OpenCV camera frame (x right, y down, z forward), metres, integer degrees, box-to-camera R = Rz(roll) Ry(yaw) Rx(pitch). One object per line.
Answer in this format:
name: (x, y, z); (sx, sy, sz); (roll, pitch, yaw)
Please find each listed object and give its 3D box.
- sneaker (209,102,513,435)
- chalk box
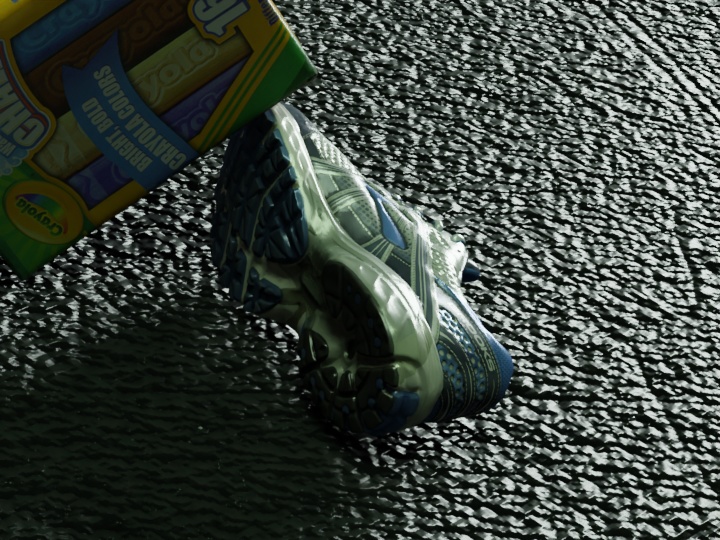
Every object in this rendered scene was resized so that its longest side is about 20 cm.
sneaker: (0.000, 0.000, 1.152); (0.085, 0.077, 0.200); (5, 37, -32)
chalk box: (-0.146, -0.094, 1.148); (0.200, 0.124, 0.125); (-35, 42, -3)
